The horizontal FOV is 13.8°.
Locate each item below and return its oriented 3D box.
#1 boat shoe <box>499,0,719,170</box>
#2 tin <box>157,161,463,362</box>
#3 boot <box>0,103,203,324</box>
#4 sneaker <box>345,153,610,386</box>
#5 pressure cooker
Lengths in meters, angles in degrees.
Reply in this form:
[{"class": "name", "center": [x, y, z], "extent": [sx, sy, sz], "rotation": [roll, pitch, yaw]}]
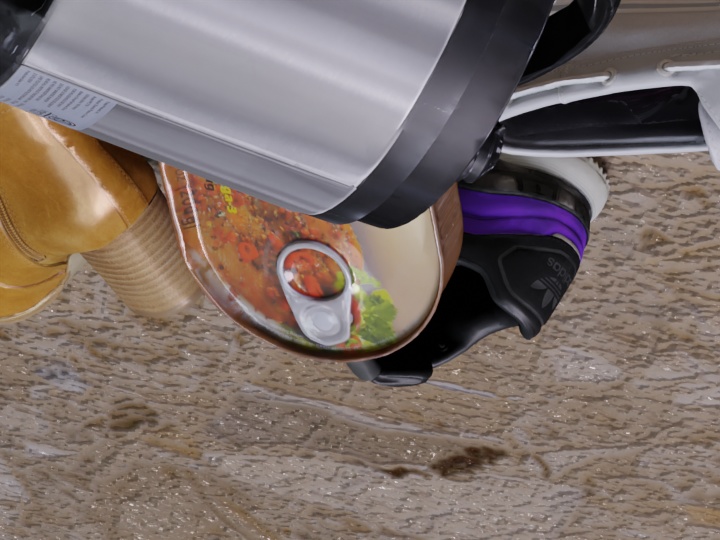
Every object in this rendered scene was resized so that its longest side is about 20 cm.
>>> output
[{"class": "boat shoe", "center": [0.135, -0.066, 1.056], "extent": [0.200, 0.069, 0.072], "rotation": [5, 153, 19]}, {"class": "tin", "center": [-0.022, -0.055, 1.115], "extent": [0.112, 0.042, 0.200], "rotation": [7, 127, 25]}, {"class": "boot", "center": [-0.160, -0.046, 1.277], "extent": [0.201, 0.071, 0.144], "rotation": [4, 139, 49]}, {"class": "sneaker", "center": [0.000, 0.000, 1.221], "extent": [0.200, 0.100, 0.070], "rotation": [-5, 146, 34]}, {"class": "pressure cooker", "center": [-0.020, -0.107, 0.926], "extent": [0.200, 0.176, 0.179], "rotation": [20, 113, -18]}]
